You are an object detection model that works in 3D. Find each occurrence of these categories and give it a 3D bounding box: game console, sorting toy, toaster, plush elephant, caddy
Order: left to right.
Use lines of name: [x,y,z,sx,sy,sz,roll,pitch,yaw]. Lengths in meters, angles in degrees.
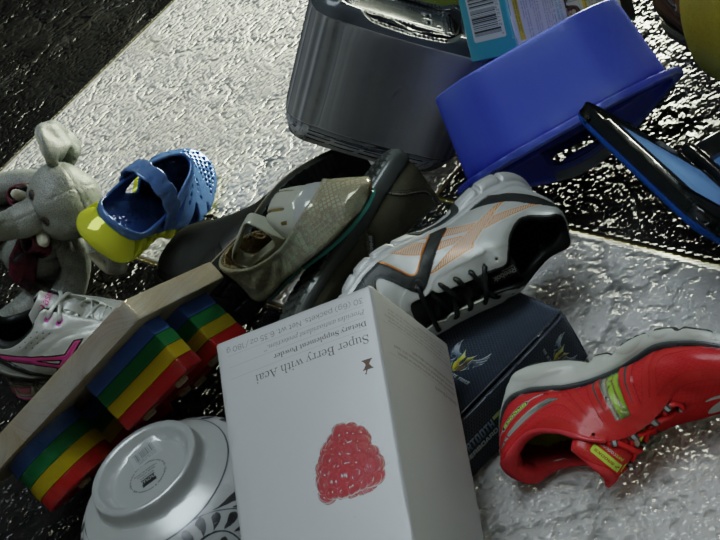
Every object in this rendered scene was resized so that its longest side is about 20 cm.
plush elephant: [-0.294,-0.042,1.563,0.199,0.155,0.165,-26,75,-14]
sorting toy: [-0.189,0.099,1.323,0.199,0.070,0.200,-46,-3,16]
toaster: [0.016,-0.169,1.440,0.114,0.199,0.130,-94,20,-65]
caddy: [0.155,-0.125,1.330,0.200,0.105,0.141,-29,-4,9]
game console: [0.279,-0.085,1.190,0.119,0.170,0.200,-57,31,14]

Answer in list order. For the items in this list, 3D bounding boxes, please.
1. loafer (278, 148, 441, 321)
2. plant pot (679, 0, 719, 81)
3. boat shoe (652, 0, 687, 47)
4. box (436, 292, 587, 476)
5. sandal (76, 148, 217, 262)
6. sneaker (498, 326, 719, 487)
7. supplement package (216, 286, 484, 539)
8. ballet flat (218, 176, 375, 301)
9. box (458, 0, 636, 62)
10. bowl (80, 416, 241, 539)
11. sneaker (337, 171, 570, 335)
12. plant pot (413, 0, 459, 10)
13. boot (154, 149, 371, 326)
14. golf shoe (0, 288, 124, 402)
loafer: [0.000,0.000,1.351,0.200,0.070,0.075,-58,10,-5]
plant pot: [0.315,-0.195,1.212,0.142,0.200,0.200,-2,45,39]
boat shoe: [0.299,-0.205,1.355,0.072,0.068,0.200,-40,35,-13]
box: [0.046,0.071,1.246,0.158,0.051,0.200,-43,35,-15]
sandal: [-0.175,-0.073,1.536,0.087,0.079,0.200,-49,1,26]
sneaker: [0.175,0.098,1.094,0.200,0.077,0.085,-21,40,38]
supplement package: [-0.003,0.135,1.084,0.121,0.120,0.201,-21,60,20]
ballet flat: [-0.059,-0.029,1.335,0.200,0.062,0.068,-41,19,53]
box: [0.157,-0.232,1.415,0.049,0.083,0.200,-7,10,39]
bowl: [-0.134,0.172,1.235,0.200,0.094,0.201,-22,36,17]
sneaker: [0.065,0.004,1.204,0.200,0.074,0.080,-41,36,-15]
plant pot: [0.082,-0.262,1.540,0.199,0.188,0.188,2,46,22]
boot: [-0.093,-0.047,1.494,0.200,0.078,0.138,-41,30,-12]
golf shoe: [-0.246,0.056,1.476,0.199,0.092,0.073,-16,36,24]
